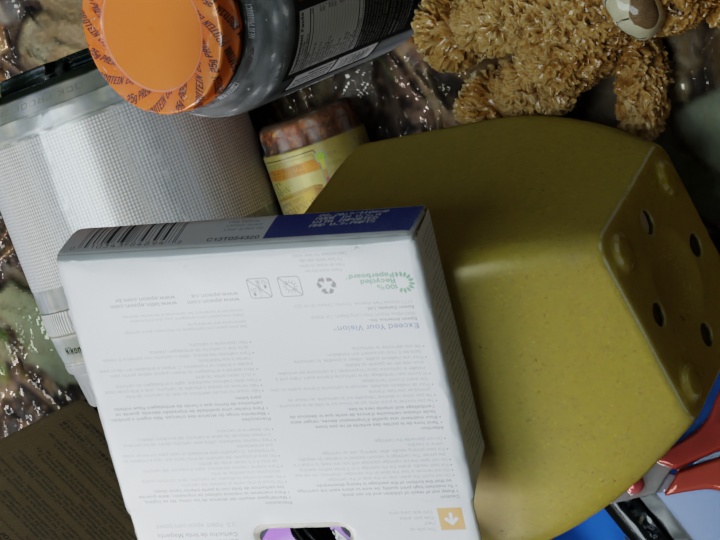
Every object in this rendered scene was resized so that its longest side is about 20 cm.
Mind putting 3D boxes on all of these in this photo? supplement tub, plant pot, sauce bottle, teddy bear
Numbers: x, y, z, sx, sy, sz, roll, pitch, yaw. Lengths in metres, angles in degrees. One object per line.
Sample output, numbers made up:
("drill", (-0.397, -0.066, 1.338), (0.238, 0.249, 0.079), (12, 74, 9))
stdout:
("supplement tub", (-0.056, -0.157, 1.609), (0.122, 0.200, 0.123), (13, 114, 32))
("plant pot", (0.088, 0.029, 1.565), (0.200, 0.196, 0.194), (-17, 112, 33))
("sauce bottle", (0.000, 0.000, 1.714), (0.066, 0.066, 0.200), (-17, 95, 39))
("teddy bear", (0.111, -0.132, 1.583), (0.200, 0.067, 0.145), (-3, 107, 37))

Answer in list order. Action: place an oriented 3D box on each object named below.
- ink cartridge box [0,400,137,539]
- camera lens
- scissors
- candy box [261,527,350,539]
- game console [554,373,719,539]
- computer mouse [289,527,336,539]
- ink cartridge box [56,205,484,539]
("ink cartridge box", (-0.175, 0.195, 1.850), (0.200, 0.165, 0.075), (44, 128, 15))
("camera lens", (-0.130, -0.037, 1.734), (0.160, 0.160, 0.200), (-16, 97, 39))
("scissors", (0.165, 0.120, 1.595), (0.200, 0.014, 0.073), (-30, 84, 6))
("candy box", (0.018, 0.228, 1.736), (0.200, 0.072, 0.168), (38, 124, 19))
("game console", (0.220, 0.162, 1.645), (0.200, 0.118, 0.171), (52, 159, 9))
("computer mouse", (0.015, 0.211, 1.608), (0.140, 0.046, 0.200), (52, 165, 27))
("ink cartridge box", (-0.040, 0.066, 1.500), (0.196, 0.043, 0.200), (-3, 119, 19))
